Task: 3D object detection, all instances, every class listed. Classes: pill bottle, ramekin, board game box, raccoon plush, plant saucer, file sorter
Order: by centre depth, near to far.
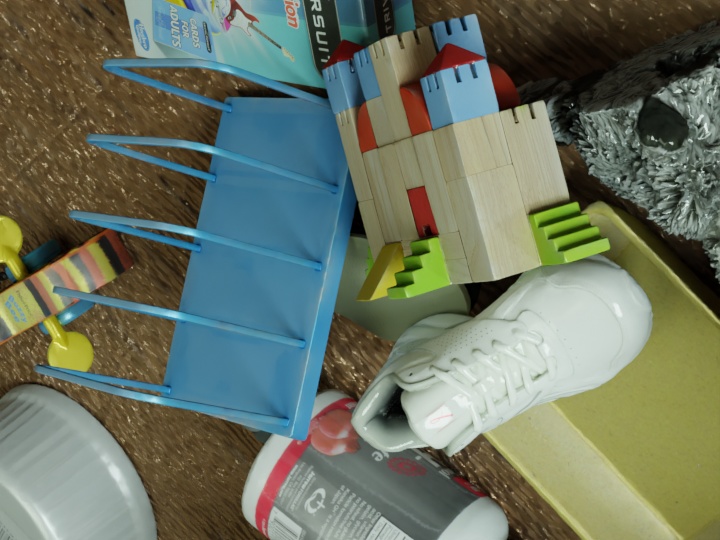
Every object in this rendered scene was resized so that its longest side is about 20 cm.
[{"bbox_3d":[0.163,-0.045,0.786,0.135,0.096,0.200,62,165,-16],"label":"raccoon plush"},{"bbox_3d":[0.165,0.076,0.880,0.200,0.048,0.200,46,139,9],"label":"plant saucer"},{"bbox_3d":[-0.065,-0.192,0.915,0.199,0.047,0.152,15,126,38],"label":"board game box"},{"bbox_3d":[-0.097,-0.018,0.925,0.138,0.122,0.202,8,85,48],"label":"file sorter"},{"bbox_3d":[0.027,0.176,1.033,0.199,0.111,0.111,34,136,22],"label":"pill bottle"},{"bbox_3d":[-0.282,0.210,1.365,0.200,0.098,0.202,25,132,31],"label":"ramekin"}]

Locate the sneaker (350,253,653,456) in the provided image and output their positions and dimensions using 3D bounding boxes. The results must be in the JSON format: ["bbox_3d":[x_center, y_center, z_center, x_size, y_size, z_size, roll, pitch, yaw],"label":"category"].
[{"bbox_3d":[0.071,0.058,0.839,0.078,0.099,0.200,53,136,-5],"label":"sneaker"}]

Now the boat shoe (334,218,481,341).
[{"bbox_3d":[-0.001,-0.003,0.971,0.200,0.063,0.074,5,122,46],"label":"boat shoe"}]

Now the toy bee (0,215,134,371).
[{"bbox_3d":[-0.261,0.034,1.216,0.131,0.109,0.200,45,139,8],"label":"toy bee"}]

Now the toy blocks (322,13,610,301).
[{"bbox_3d":[0.041,-0.065,0.800,0.200,0.099,0.138,174,80,-70],"label":"toy blocks"}]

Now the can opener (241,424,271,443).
[{"bbox_3d":[-0.069,0.082,1.052,0.053,0.067,0.200,40,164,5],"label":"can opener"}]
